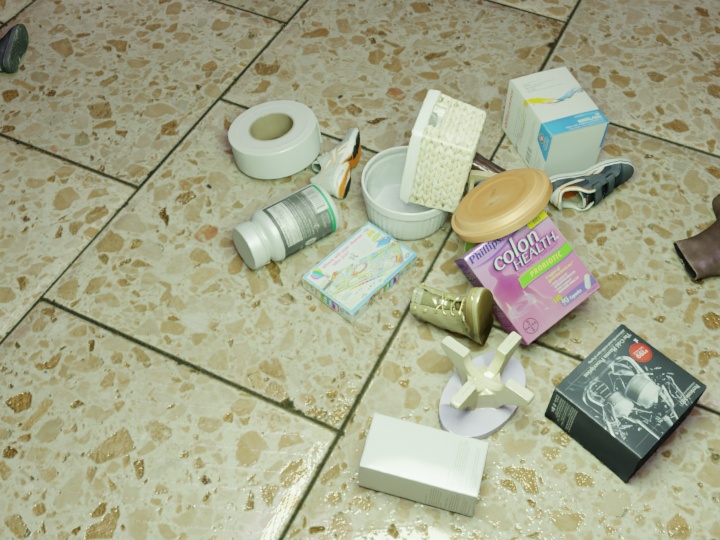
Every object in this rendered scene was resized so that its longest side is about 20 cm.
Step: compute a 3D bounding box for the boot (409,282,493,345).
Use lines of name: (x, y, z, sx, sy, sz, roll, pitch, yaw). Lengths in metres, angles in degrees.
boot: (0.164, 0.064, 1.539, 0.155, 0.200, 0.073, 22, 75, 17)

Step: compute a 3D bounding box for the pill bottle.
pill bottle: (-0.153, -0.089, 1.706, 0.200, 0.113, 0.113, -29, 58, -21)

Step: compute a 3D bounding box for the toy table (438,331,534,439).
toy table: (0.219, 0.198, 1.483, 0.184, 0.117, 0.200, 24, 57, 18)

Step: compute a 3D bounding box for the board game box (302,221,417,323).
board game box: (0.000, 0.000, 1.687, 0.134, 0.034, 0.200, 36, 60, 24)

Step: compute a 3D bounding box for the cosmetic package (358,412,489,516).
cosmetic package: (0.105, 0.323, 1.404, 0.200, 0.085, 0.108, 13, 53, 11)

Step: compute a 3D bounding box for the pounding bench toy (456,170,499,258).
pounding bench toy: (0.310, -0.107, 1.714, 0.200, 0.124, 0.156, 9, 52, 7)

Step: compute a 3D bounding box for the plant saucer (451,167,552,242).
plant saucer: (0.259, -0.128, 1.564, 0.200, 0.032, 0.200, -26, 28, 15)

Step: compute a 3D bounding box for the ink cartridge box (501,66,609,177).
ink cartridge box: (0.428, -0.328, 1.873, 0.145, 0.147, 0.200, -16, 54, -12)

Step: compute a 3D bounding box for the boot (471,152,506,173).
boot: (0.263, -0.234, 1.851, 0.200, 0.064, 0.186, 27, 22, -1)

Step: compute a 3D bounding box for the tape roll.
tape roll: (-0.190, -0.294, 1.872, 0.202, 0.071, 0.203, -6, 45, 6)

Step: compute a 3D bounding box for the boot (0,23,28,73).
boot: (-0.954, -0.558, 2.107, 0.200, 0.066, 0.165, -1, 50, 4)

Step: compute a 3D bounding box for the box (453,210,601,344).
box: (0.309, 0.006, 1.563, 0.176, 0.097, 0.200, -37, 90, -5)

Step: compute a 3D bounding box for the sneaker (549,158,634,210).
sneaker: (0.499, -0.177, 1.801, 0.200, 0.078, 0.079, -16, 48, 1)

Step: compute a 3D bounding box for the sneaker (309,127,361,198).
sneaker: (-0.057, -0.248, 1.859, 0.092, 0.076, 0.200, 9, 51, 12)

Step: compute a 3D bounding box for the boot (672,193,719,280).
boot: (0.721, -0.073, 1.722, 0.166, 0.072, 0.200, -7, 56, -9)

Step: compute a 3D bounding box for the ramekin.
ramekin: (0.100, -0.156, 1.765, 0.200, 0.105, 0.200, 0, 52, 0)

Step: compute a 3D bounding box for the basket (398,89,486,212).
basket: (0.159, -0.226, 1.634, 0.123, 0.200, 0.136, 18, 54, 5)

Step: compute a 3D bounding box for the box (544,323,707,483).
box: (0.461, 0.228, 1.467, 0.200, 0.104, 0.182, -37, 62, -25)
